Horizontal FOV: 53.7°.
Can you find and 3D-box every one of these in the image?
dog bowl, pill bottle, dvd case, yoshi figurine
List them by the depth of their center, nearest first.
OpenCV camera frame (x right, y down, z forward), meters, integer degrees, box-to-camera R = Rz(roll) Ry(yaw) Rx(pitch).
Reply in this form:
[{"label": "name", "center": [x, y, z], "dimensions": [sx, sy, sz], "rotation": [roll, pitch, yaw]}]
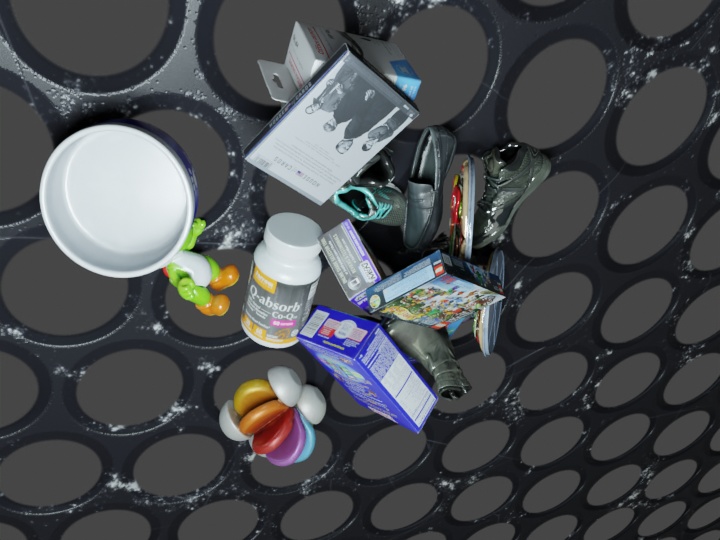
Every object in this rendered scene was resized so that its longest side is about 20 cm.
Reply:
[{"label": "dvd case", "center": [-0.038, -0.185, 0.946], "dimensions": [0.199, 0.025, 0.149], "rotation": [-39, 137, 23]}, {"label": "dog bowl", "center": [-0.319, -0.099, 0.960], "dimensions": [0.194, 0.079, 0.205], "rotation": [-1, 109, -4]}, {"label": "yoshi figurine", "center": [-0.262, -0.020, 1.089], "dimensions": [0.112, 0.112, 0.200], "rotation": [-47, 130, -3]}, {"label": "pill bottle", "center": [-0.126, 0.017, 1.163], "dimensions": [0.114, 0.117, 0.203], "rotation": [0, 127, -23]}]

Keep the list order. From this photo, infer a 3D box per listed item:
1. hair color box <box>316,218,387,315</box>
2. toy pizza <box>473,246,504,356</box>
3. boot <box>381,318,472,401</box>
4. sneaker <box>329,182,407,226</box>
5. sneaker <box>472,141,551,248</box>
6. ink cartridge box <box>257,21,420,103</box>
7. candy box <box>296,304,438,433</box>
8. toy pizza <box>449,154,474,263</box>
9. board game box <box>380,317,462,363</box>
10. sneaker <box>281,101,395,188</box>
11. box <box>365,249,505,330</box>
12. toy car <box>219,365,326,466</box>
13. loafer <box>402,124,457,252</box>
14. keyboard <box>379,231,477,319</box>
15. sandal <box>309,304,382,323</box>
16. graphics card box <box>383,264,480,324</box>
[{"label": "hair color box", "center": [0.000, 0.000, 1.149], "dimensions": [0.064, 0.111, 0.200], "rotation": [-31, 167, 5]}, {"label": "toy pizza", "center": [0.239, 0.057, 1.329], "dimensions": [0.031, 0.202, 0.203], "rotation": [6, 135, 17]}, {"label": "boot", "center": [0.116, 0.146, 1.181], "dimensions": [0.067, 0.132, 0.198], "rotation": [-40, 147, 23]}, {"label": "sneaker", "center": [0.010, -0.107, 1.137], "dimensions": [0.197, 0.092, 0.078], "rotation": [21, 119, -35]}, {"label": "sneaker", "center": [0.228, -0.137, 1.221], "dimensions": [0.113, 0.077, 0.201], "rotation": [26, 111, -35]}, {"label": "ink cartridge box", "center": [-0.030, -0.271, 0.965], "dimensions": [0.195, 0.117, 0.069], "rotation": [3, 130, -26]}, {"label": "candy box", "center": [0.013, 0.160, 1.168], "dimensions": [0.077, 0.167, 0.201], "rotation": [-50, 124, -20]}, {"label": "toy pizza", "center": [0.161, -0.084, 1.155], "dimensions": [0.031, 0.203, 0.204], "rotation": [3, 131, 4]}, {"label": "board game box", "center": [0.106, 0.099, 1.277], "dimensions": [0.149, 0.046, 0.202], "rotation": [-7, 144, -29]}, {"label": "sneaker", "center": [-0.025, -0.190, 1.040], "dimensions": [0.077, 0.112, 0.198], "rotation": [-45, 131, 17]}, {"label": "box", "center": [0.117, 0.036, 1.078], "dimensions": [0.135, 0.038, 0.198], "rotation": [-30, 153, 28]}, {"label": "toy car", "center": [-0.158, 0.296, 1.356], "dimensions": [0.174, 0.151, 0.200], "rotation": [-37, 133, 9]}, {"label": "loafer", "center": [0.099, -0.130, 1.138], "dimensions": [0.070, 0.067, 0.206], "rotation": [2, 105, -48]}, {"label": "keyboard", "center": [0.117, 0.006, 1.288], "dimensions": [0.195, 0.021, 0.130], "rotation": [-15, 98, -8]}, {"label": "sandal", "center": [-0.028, 0.114, 1.307], "dimensions": [0.197, 0.056, 0.081], "rotation": [20, 141, -29]}, {"label": "graphics card box", "center": [0.137, 0.062, 1.361], "dimensions": [0.196, 0.051, 0.127], "rotation": [-20, 133, -8]}]
